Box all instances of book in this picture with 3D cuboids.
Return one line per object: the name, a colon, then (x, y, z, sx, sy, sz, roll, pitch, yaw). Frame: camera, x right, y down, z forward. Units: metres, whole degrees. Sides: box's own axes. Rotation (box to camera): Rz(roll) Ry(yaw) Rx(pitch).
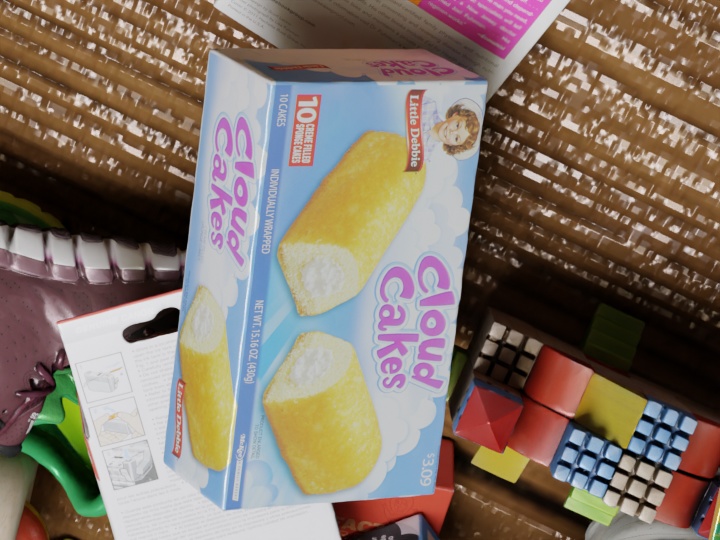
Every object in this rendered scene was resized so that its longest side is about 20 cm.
book: (0.039, -0.157, 1.367, 0.133, 0.048, 0.200, 34, 127, -9)

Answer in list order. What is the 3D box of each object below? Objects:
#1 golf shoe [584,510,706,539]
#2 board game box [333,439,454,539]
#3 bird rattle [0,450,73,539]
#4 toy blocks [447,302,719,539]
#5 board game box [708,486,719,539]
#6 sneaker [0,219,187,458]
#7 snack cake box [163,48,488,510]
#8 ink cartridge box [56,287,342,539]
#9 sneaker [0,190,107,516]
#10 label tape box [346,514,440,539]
golf shoe: (0.206, 0.173, 1.502, 0.199, 0.097, 0.078, 14, 124, 6)
board game box: (-0.048, 0.163, 1.583, 0.153, 0.040, 0.200, 10, 127, -9)
bird rattle: (-0.207, 0.170, 1.575, 0.112, 0.200, 0.163, 14, 106, 6)
toy blocks: (0.120, 0.077, 1.420, 0.200, 0.137, 0.100, 24, 95, -2)
board game box: (0.228, 0.130, 1.410, 0.030, 0.200, 0.096, 26, 111, 45)
sneaker: (-0.140, 0.038, 1.485, 0.199, 0.076, 0.116, 8, 88, -10)
snack cake box: (-0.016, 0.002, 1.362, 0.115, 0.067, 0.201, -2, 108, -29)
ink cartridge box: (-0.077, 0.080, 1.457, 0.109, 0.050, 0.200, -15, 124, -3)
sneaker: (-0.166, 0.041, 1.535, 0.074, 0.084, 0.200, -23, 113, 29)
label tape box: (-0.043, 0.221, 1.511, 0.200, 0.143, 0.066, -20, 126, 13)
